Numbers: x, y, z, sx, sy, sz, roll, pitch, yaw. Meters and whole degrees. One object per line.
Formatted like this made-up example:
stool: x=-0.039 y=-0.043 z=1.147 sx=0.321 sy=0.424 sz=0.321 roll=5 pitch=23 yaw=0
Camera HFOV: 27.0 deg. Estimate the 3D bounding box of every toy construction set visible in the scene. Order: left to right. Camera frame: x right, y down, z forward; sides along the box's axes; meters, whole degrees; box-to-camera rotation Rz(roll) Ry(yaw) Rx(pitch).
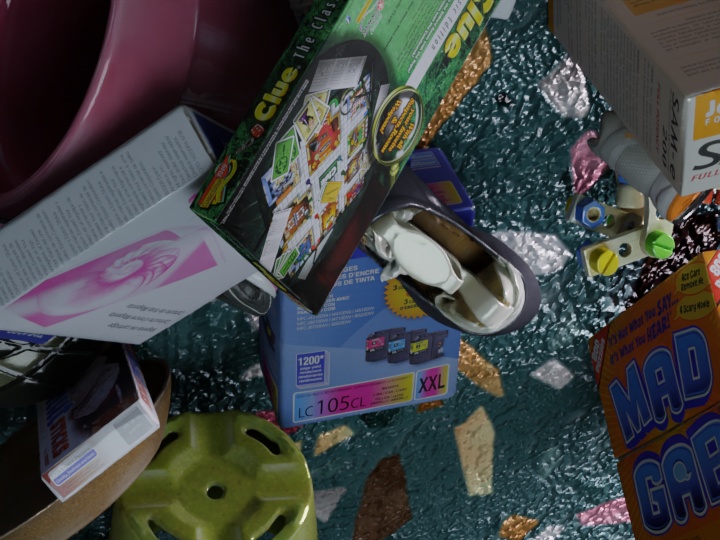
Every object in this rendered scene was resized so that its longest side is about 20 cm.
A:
toy construction set: x=0.244 y=-0.055 z=1.072 sx=0.198 sy=0.092 sz=0.133 roll=4 pitch=101 yaw=-34

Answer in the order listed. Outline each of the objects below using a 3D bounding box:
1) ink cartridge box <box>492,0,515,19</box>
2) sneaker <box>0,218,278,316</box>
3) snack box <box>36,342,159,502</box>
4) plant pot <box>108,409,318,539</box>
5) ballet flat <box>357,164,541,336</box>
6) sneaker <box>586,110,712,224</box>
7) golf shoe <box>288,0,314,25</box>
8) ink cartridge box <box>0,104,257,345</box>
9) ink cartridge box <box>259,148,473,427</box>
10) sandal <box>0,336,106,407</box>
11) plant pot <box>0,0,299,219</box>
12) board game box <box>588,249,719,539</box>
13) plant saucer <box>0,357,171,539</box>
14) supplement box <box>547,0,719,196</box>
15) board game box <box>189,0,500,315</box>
ink cartridge box: x=0.065 y=-0.252 z=0.870 sx=0.108 sy=0.051 sz=0.201 roll=4 pitch=126 yaw=-23
sneaker: x=-0.149 y=-0.013 z=0.920 sx=0.198 sy=0.080 sz=0.087 roll=26 pitch=100 yaw=-8
snack box: x=-0.169 y=0.086 z=0.946 sx=0.072 sy=0.200 sz=0.024 roll=-39 pitch=106 yaw=-4
plant pot: x=-0.102 y=0.202 z=1.048 sx=0.198 sy=0.201 sz=0.185 roll=-9 pitch=138 yaw=-15
ballet flat: x=0.055 y=0.001 z=0.939 sx=0.073 sy=0.073 sz=0.200 roll=-41 pitch=129 yaw=13
sneaker: x=0.226 y=-0.123 z=0.986 sx=0.200 sy=0.092 sz=0.076 roll=-44 pitch=162 yaw=-32
golf shoe: x=-0.013 y=-0.138 z=0.803 sx=0.096 sy=0.078 sz=0.202 roll=14 pitch=77 yaw=-23
ink cartridge box: x=-0.127 y=-0.001 z=0.788 sx=0.199 sy=0.044 sz=0.196 roll=-33 pitch=167 yaw=11
ink cartridge box: x=0.000 y=0.000 z=1.021 sx=0.135 sy=0.077 sz=0.202 roll=-10 pitch=128 yaw=-15
sandal: x=-0.186 y=0.011 z=0.976 sx=0.201 sy=0.057 sz=0.080 roll=-43 pitch=113 yaw=-4
plant pot: x=-0.122 y=-0.118 z=0.821 sx=0.178 sy=0.200 sz=0.201 roll=10 pitch=124 yaw=-46
board game box: x=0.316 y=0.106 z=1.108 sx=0.198 sy=0.202 sz=0.200 roll=-5 pitch=161 yaw=-18
plant saucer: x=-0.197 y=0.133 z=0.975 sx=0.199 sy=0.200 sz=0.036 roll=-33 pitch=107 yaw=6
supplement box: x=0.208 y=-0.142 z=0.914 sx=0.125 sy=0.201 sz=0.074 roll=-15 pitch=132 yaw=-9
board game box: x=0.000 y=-0.087 z=0.722 sx=0.201 sy=0.023 sz=0.105 roll=-60 pitch=142 yaw=-12
